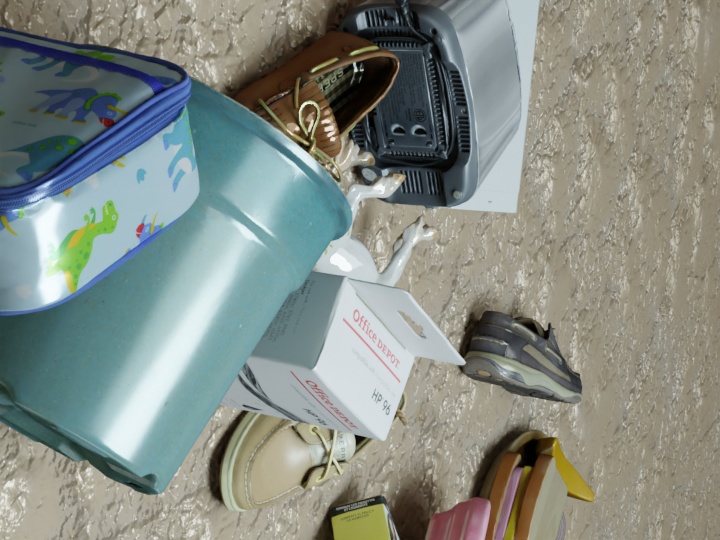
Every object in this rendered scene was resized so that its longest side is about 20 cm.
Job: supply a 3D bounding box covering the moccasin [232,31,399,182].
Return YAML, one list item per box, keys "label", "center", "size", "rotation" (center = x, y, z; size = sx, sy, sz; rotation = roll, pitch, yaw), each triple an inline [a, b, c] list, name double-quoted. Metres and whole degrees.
- label: "moccasin"
  center: [-0.040, -0.104, 1.137]
  size: [0.201, 0.077, 0.074]
  rotation: [-40, 130, -43]

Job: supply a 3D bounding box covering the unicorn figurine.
- label: "unicorn figurine"
  center: [0.000, 0.000, 1.222]
  size: [0.138, 0.074, 0.200]
  rotation: [-47, 106, -21]

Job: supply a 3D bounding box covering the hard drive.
- label: "hard drive"
  center: [0.116, -0.156, 1.440]
  size: [0.131, 0.026, 0.203]
  rotation: [-1, 98, -59]

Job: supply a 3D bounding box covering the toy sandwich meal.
- label: "toy sandwich meal"
  center: [0.175, 0.252, 1.587]
  size: [0.204, 0.070, 0.208]
  rotation: [-20, 114, -56]

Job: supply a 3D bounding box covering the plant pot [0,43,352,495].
- label: "plant pot"
  center: [-0.133, 0.010, 0.919]
  size: [0.198, 0.198, 0.200]
  rotation: [-63, 145, -16]

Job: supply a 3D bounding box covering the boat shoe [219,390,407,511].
- label: "boat shoe"
  center: [-0.033, 0.124, 1.216]
  size: [0.200, 0.066, 0.075]
  rotation: [-37, 127, -50]

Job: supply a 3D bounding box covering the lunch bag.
- label: "lunch bag"
  center: [-0.188, -0.061, 0.788]
  size: [0.161, 0.198, 0.083]
  rotation: [-39, 136, -46]

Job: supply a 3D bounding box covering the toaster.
- label: "toaster"
  center: [0.058, -0.158, 1.264]
  size: [0.129, 0.112, 0.202]
  rotation: [-45, 131, -50]

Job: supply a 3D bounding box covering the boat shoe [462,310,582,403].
- label: "boat shoe"
  center: [0.168, 0.083, 1.534]
  size: [0.199, 0.074, 0.074]
  rotation: [24, 77, -59]

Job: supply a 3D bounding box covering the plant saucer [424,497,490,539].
- label: "plant saucer"
  center: [0.067, 0.292, 1.378]
  size: [0.201, 0.050, 0.203]
  rotation: [15, 90, -85]

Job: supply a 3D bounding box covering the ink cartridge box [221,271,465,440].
- label: "ink cartridge box"
  center: [-0.044, 0.051, 1.052]
  size: [0.116, 0.198, 0.069]
  rotation: [48, 57, -51]

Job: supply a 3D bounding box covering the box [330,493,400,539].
- label: "box"
  center: [0.017, 0.275, 1.250]
  size: [0.201, 0.049, 0.076]
  rotation: [-100, 173, -54]
